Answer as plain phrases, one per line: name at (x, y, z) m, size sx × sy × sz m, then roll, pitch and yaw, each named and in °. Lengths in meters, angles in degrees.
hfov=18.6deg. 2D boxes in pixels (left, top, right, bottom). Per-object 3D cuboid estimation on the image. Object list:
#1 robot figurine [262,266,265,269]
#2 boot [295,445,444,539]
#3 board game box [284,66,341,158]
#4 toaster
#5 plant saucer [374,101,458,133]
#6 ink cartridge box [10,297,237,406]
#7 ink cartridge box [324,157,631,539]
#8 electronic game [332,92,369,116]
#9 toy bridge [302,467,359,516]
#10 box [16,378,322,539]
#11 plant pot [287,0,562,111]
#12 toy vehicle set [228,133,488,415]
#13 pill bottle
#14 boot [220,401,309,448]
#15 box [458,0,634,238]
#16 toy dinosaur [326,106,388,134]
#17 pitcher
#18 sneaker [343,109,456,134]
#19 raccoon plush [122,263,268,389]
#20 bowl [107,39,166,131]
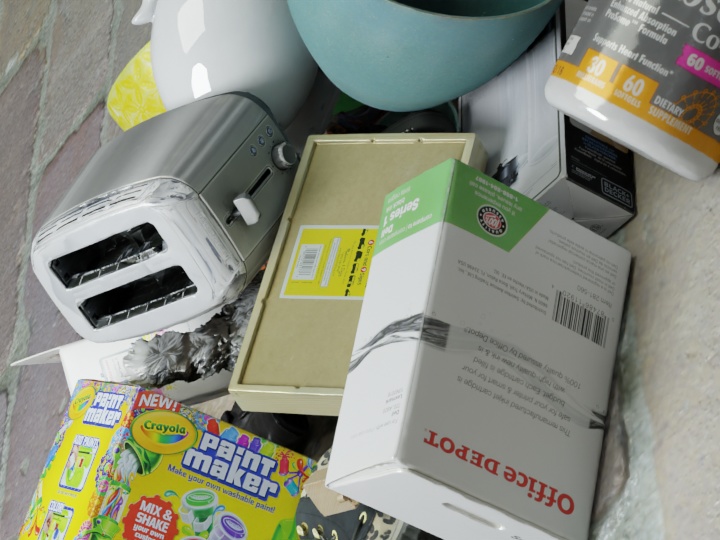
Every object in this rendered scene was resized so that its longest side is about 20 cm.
robot figurine at (-0.112, -0.026, 1.759) m, size 0.117 × 0.143 × 0.200 m, roll -64°, pitch -4°, yaw 6°
boot at (0.003, 0.190, 1.416) m, size 0.153 × 0.073 × 0.204 m, roll -7°, pitch 52°, yaw 61°
board game box at (-0.059, -0.153, 1.641) m, size 0.200 × 0.026 × 0.201 m, roll 43°, pitch 115°, yaw 52°
toaster at (-0.136, -0.032, 1.491) m, size 0.199 × 0.114 × 0.129 m, roll -18°, pitch 24°, yaw 33°
plant saucer at (0.027, -0.035, 1.624) m, size 0.200 × 0.036 × 0.201 m, roll -45°, pitch 31°, yaw 36°
ink cartridge box at (-0.143, 0.070, 1.619) m, size 0.199 × 0.117 × 0.068 m, roll -17°, pitch 86°, yaw 13°
ink cartridge box at (0.073, 0.058, 1.316) m, size 0.084 × 0.145 × 0.201 m, roll -25°, pitch 45°, yaw 52°
electronic game at (-0.030, -0.216, 1.759) m, size 0.201 × 0.199 × 0.042 m, roll -64°, pitch -16°, yaw 2°
toy bridge at (0.039, 0.084, 1.398) m, size 0.067 × 0.027 × 0.200 m, roll -21°, pitch 20°, yaw 45°
box at (-0.123, 0.200, 1.509) m, size 0.122 × 0.199 × 0.194 m, roll -1°, pitch 67°, yaw 63°
plant pot at (0.031, -0.185, 1.457) m, size 0.135 × 0.199 × 0.201 m, roll 110°, pitch 166°, yaw -45°
toy vehicle set at (0.000, 0.000, 1.414) m, size 0.123 × 0.027 × 0.201 m, roll 2°, pitch 58°, yaw 26°
pill bottle at (0.201, -0.165, 1.305) m, size 0.201 × 0.116 × 0.116 m, roll -63°, pitch 25°, yaw 5°
boot at (-0.108, 0.130, 1.721) m, size 0.132 × 0.070 × 0.200 m, roll -60°, pitch 36°, yaw 4°
box at (0.120, -0.094, 1.464) m, size 0.117 × 0.060 × 0.201 m, roll -41°, pitch 34°, yaw 41°
toy dinosaur at (0.035, -0.164, 1.657) m, size 0.105 × 0.199 × 0.182 m, roll -49°, pitch -30°, yaw -45°
pitcher at (-0.109, -0.202, 1.558) m, size 0.121 × 0.170 × 0.202 m, roll 134°, pitch 142°, yaw -73°
sneaker at (0.011, -0.074, 1.572) m, size 0.200 × 0.060 × 0.105 m, roll 124°, pitch 155°, yaw -45°
raccoon plush at (-0.045, 0.064, 1.507) m, size 0.199 × 0.134 × 0.097 m, roll -8°, pitch 48°, yaw 27°
bowl at (-0.106, -0.149, 1.881) m, size 0.200 × 0.200 × 0.108 m, roll -44°, pitch 75°, yaw 37°
